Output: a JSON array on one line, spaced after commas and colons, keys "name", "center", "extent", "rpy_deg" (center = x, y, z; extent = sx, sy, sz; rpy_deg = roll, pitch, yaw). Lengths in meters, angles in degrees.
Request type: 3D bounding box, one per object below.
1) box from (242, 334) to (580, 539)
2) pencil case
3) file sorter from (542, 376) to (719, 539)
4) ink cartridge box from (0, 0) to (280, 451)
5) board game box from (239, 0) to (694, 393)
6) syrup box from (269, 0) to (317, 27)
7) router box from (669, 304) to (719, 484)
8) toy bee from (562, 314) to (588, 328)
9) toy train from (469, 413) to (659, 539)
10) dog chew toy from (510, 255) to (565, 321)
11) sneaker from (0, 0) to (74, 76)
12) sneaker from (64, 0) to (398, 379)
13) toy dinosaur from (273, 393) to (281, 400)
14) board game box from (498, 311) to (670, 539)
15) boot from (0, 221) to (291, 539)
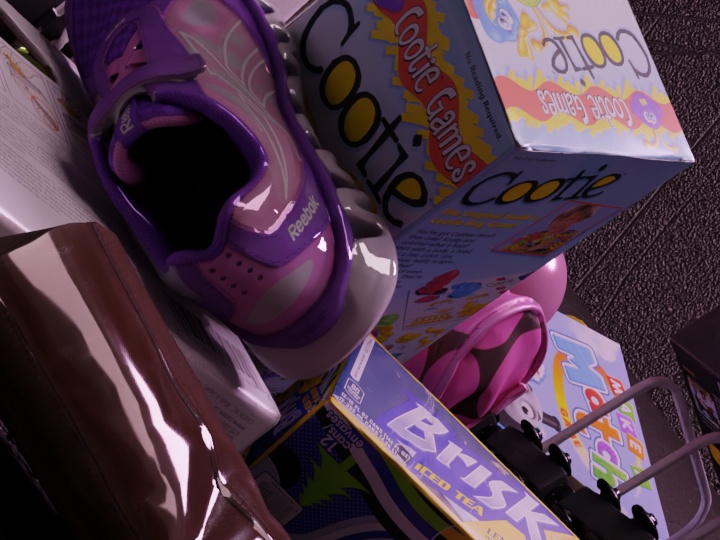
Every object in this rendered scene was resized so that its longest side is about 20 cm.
[{"name": "box", "center": [0.043, 0.121, 0.764], "extent": [0.200, 0.064, 0.070], "rpy_deg": [45, 23, -9]}, {"name": "pencil case", "center": [0.000, 0.000, 0.923], "extent": [0.200, 0.091, 0.094], "rpy_deg": [40, -16, 34]}, {"name": "file sorter", "center": [0.165, 0.169, 0.948], "extent": [0.200, 0.124, 0.139], "rpy_deg": [50, -13, 46]}, {"name": "ink cartridge box", "center": [-0.123, -0.035, 0.690], "extent": [0.200, 0.045, 0.177], "rpy_deg": [43, 13, -50]}, {"name": "board game box", "center": [0.013, -0.040, 0.771], "extent": [0.104, 0.200, 0.104], "rpy_deg": [1, 62, -44]}, {"name": "syrup box", "center": [-0.084, -0.156, 1.008], "extent": [0.082, 0.079, 0.200], "rpy_deg": [51, -20, -15]}, {"name": "router box", "center": [0.240, 0.120, 0.945], "extent": [0.200, 0.052, 0.158], "rpy_deg": [45, -17, 55]}, {"name": "toy bee", "center": [0.080, 0.058, 1.207], "extent": [0.109, 0.130, 0.201], "rpy_deg": [-81, 150, -45]}, {"name": "toy train", "center": [0.080, 0.099, 0.884], "extent": [0.200, 0.034, 0.046], "rpy_deg": [36, -31, 58]}, {"name": "dog chew toy", "center": [0.050, -0.054, 1.014], "extent": [0.124, 0.124, 0.202], "rpy_deg": [14, 59, -77]}, {"name": "sneaker", "center": [-0.120, -0.104, 0.904], "extent": [0.083, 0.072, 0.200], "rpy_deg": [55, 9, 12]}, {"name": "sneaker", "center": [-0.064, -0.054, 0.703], "extent": [0.088, 0.080, 0.201], "rpy_deg": [22, 30, -50]}, {"name": "toy dinosaur", "center": [0.034, 0.104, 0.919], "extent": [0.200, 0.060, 0.106], "rpy_deg": [44, 10, -45]}, {"name": "board game box", "center": [0.078, 0.068, 1.075], "extent": [0.199, 0.037, 0.152], "rpy_deg": [28, 36, -32]}, {"name": "boot", "center": [-0.043, 0.064, 0.606], "extent": [0.201, 0.064, 0.186], "rpy_deg": [56, 10, 3]}]
